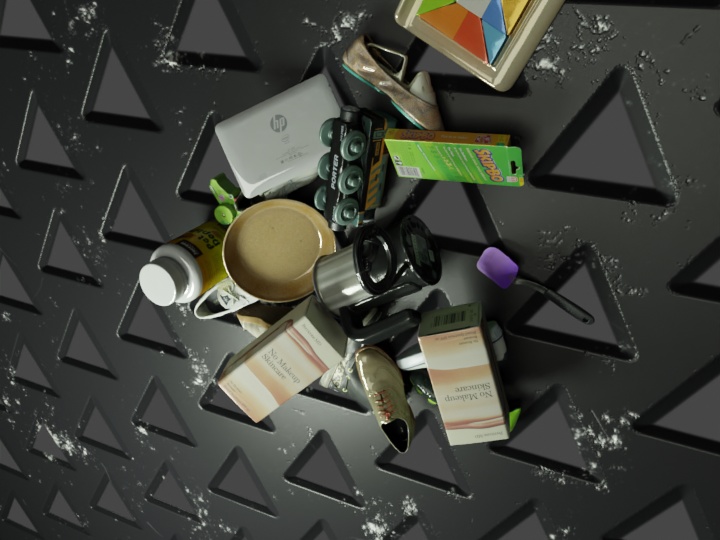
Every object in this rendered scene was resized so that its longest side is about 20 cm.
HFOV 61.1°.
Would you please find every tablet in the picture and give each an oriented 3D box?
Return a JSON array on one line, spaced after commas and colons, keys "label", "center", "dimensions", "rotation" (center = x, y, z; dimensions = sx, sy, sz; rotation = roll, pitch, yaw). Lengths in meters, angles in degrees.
[{"label": "tablet", "center": [-0.121, -0.215, 0.979], "dimensions": [0.198, 0.014, 0.131], "rotation": [-25, 92, 3]}]

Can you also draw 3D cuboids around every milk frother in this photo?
[{"label": "milk frother", "center": [0.000, 0.000, 0.958], "dimensions": [0.187, 0.182, 0.200], "rotation": [-23, 134, 31]}]

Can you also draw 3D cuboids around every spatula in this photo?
[{"label": "spatula", "center": [0.275, 0.028, 0.953], "dimensions": [0.198, 0.021, 0.057], "rotation": [30, 134, 8]}]

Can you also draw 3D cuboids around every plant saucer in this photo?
[{"label": "plant saucer", "center": [-0.142, -0.039, 1.073], "dimensions": [0.197, 0.036, 0.202], "rotation": [-5, 120, -9]}]

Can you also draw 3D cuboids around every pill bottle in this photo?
[{"label": "pill bottle", "center": [-0.302, -0.014, 1.106], "dimensions": [0.108, 0.200, 0.111], "rotation": [10, 117, 21]}]

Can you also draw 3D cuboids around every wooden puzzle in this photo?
[{"label": "wooden puzzle", "center": [0.163, -0.371, 0.820], "dimensions": [0.199, 0.037, 0.186], "rotation": [35, 122, 7]}]

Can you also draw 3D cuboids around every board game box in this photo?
[{"label": "board game box", "center": [0.140, -0.166, 0.898], "dimensions": [0.198, 0.030, 0.096], "rotation": [11, 158, 23]}]

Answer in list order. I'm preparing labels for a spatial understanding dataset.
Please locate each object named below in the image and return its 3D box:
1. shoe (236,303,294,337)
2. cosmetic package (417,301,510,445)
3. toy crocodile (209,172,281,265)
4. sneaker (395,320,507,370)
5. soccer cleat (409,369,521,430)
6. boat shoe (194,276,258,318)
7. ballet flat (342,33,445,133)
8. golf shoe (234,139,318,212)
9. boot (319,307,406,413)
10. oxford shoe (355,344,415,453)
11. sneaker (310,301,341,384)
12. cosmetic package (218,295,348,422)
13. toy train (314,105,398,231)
[{"label": "shoe", "center": [-0.164, 0.104, 1.151], "dimensions": [0.199, 0.070, 0.054], "rotation": [9, 119, 50]}, {"label": "cosmetic package", "center": [0.165, 0.163, 0.958], "dimensions": [0.102, 0.087, 0.202], "rotation": [-14, 110, 17]}, {"label": "toy crocodile", "center": [-0.208, -0.085, 1.109], "dimensions": [0.061, 0.068, 0.202], "rotation": [-20, 104, 27]}, {"label": "sneaker", "center": [0.153, 0.148, 1.036], "dimensions": [0.198, 0.073, 0.071], "rotation": [-20, 99, 31]}, {"label": "soccer cleat", "center": [0.183, 0.213, 1.062], "dimensions": [0.198, 0.068, 0.082], "rotation": [27, 111, 5]}, {"label": "boat shoe", "center": [-0.247, 0.049, 1.184], "dimensions": [0.199, 0.065, 0.074], "rotation": [-32, 96, 35]}, {"label": "ballet flat", "center": [0.060, -0.276, 0.897], "dimensions": [0.199, 0.068, 0.067], "rotation": [39, 116, 3]}, {"label": "golf shoe", "center": [-0.136, -0.156, 1.025], "dimensions": [0.078, 0.097, 0.200], "rotation": [49, 122, 0]}, {"label": "boot", "center": [0.028, 0.171, 1.112], "dimensions": [0.153, 0.074, 0.205], "rotation": [33, 120, 2]}, {"label": "oxford shoe", "center": [0.048, 0.221, 1.051], "dimensions": [0.070, 0.075, 0.202], "rotation": [-24, 107, 10]}, {"label": "sneaker", "center": [-0.077, 0.126, 1.115], "dimensions": [0.070, 0.109, 0.201], "rotation": [29, 122, 10]}, {"label": "cosmetic package", "center": [-0.128, 0.149, 1.027], "dimensions": [0.199, 0.087, 0.104], "rotation": [-39, 104, 16]}, {"label": "toy train", "center": [-0.005, -0.158, 0.951], "dimensions": [0.085, 0.113, 0.202], "rotation": [37, 131, 42]}]
